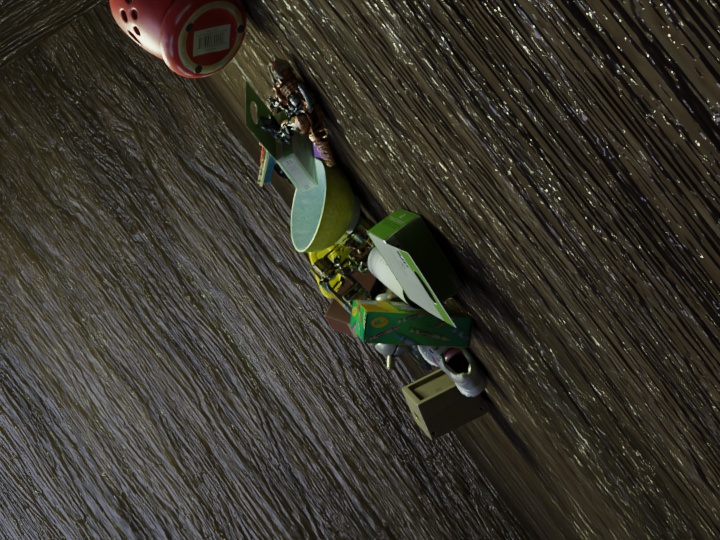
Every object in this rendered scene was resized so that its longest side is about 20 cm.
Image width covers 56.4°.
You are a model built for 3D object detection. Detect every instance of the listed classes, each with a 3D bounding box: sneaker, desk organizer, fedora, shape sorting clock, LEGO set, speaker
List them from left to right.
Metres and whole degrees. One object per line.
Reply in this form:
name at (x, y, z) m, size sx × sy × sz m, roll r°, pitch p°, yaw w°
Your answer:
shape sorting clock at (-0.215, -0.295, 1.562) m, size 0.200 × 0.039 × 0.201 m, roll -173°, pitch 90°, yaw -78°
desk organizer at (0.000, 0.048, 1.535) m, size 0.077 × 0.201 × 0.072 m, roll 16°, pitch 154°, yaw 23°
LEGO set at (0.000, 0.000, 1.421) m, size 0.116 × 0.200 × 0.154 m, roll 43°, pitch 158°, yaw 19°
speaker at (0.080, 0.004, 1.290) m, size 0.081 × 0.081 × 0.200 m, roll 56°, pitch 173°, yaw -23°
fedora at (0.132, 0.142, 1.626) m, size 0.201 × 0.091 × 0.201 m, roll 50°, pitch 173°, yaw 9°
sneaker at (0.195, 0.182, 1.466) m, size 0.200 × 0.081 × 0.088 m, roll 40°, pitch 167°, yaw 33°

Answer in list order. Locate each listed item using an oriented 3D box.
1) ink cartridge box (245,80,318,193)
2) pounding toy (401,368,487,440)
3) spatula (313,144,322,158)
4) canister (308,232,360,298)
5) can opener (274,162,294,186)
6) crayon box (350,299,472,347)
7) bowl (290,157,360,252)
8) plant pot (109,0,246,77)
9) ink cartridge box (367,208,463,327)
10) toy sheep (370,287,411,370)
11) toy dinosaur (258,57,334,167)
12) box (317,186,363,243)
ink cartridge box at (-0.153, -0.268, 1.319) m, size 0.200 × 0.048 × 0.146 m, roll 54°, pitch -159°, yaw -47°
pounding toy at (0.224, 0.337, 1.718) m, size 0.200 × 0.183 × 0.143 m, roll -155°, pitch 41°, yaw -78°
spatula at (-0.094, -0.249, 1.512) m, size 0.057 × 0.021 × 0.200 m, roll 54°, pitch 175°, yaw 2°
canister at (-0.047, -0.021, 1.662) m, size 0.200 × 0.086 × 0.149 m, roll -34°, pitch -73°, yaw -70°
can opener at (-0.157, -0.276, 1.529) m, size 0.078 × 0.064 × 0.200 m, roll 23°, pitch 144°, yaw 10°
crayon box at (0.091, 0.097, 1.234) m, size 0.119 × 0.199 × 0.059 m, roll -148°, pitch 63°, yaw -76°
bowl at (-0.065, -0.130, 1.422) m, size 0.107 × 0.201 × 0.200 m, roll 9°, pitch -163°, yaw -25°
plant pot at (-0.318, -0.467, 1.209) m, size 0.182 × 0.200 × 0.201 m, roll 42°, pitch 170°, yaw 24°
ink cartridge box at (0.103, -0.008, 1.062) m, size 0.148 × 0.076 × 0.200 m, roll 56°, pitch 173°, yaw -19°
toy sheep at (0.074, 0.119, 1.476) m, size 0.137 × 0.201 × 0.138 m, roll 9°, pitch 158°, yaw 4°
toy dinosaur at (-0.111, -0.274, 1.194) m, size 0.136 × 0.102 × 0.201 m, roll 6°, pitch 112°, yaw 60°
box at (-0.051, -0.149, 1.572) m, size 0.200 × 0.038 × 0.137 m, roll 49°, pitch 175°, yaw -13°
